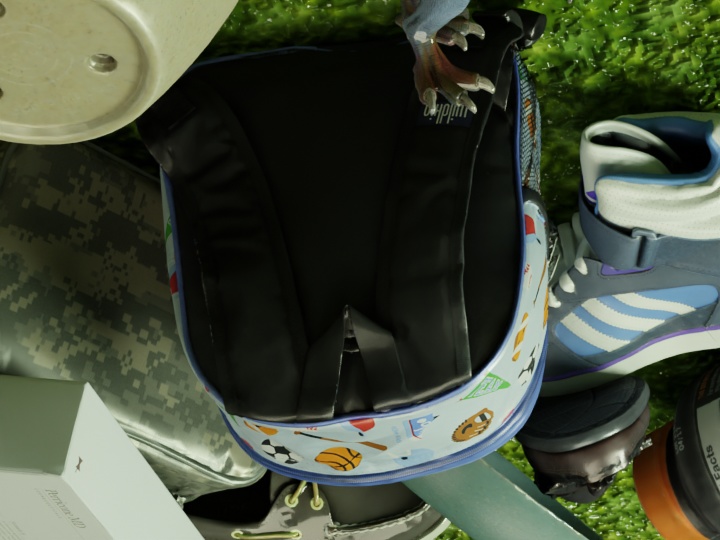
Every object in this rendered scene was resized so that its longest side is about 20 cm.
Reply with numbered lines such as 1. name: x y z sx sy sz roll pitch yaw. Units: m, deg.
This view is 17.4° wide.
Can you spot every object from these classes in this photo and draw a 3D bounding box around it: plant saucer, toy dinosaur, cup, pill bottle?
1. plant saucer: 0.052 0.106 1.218 0.039 0.201 0.201 -51 131 1
2. toy dinosaur: 0.050 -0.155 0.921 0.199 0.105 0.182 14 125 3
3. cup: -0.121 -0.135 0.899 0.199 0.144 0.201 1 145 0
4. pill bottle: 0.239 0.084 1.240 0.106 0.107 0.200 28 138 -34

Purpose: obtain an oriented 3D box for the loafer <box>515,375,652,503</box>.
1. loafer: 0.115 0.090 1.201 0.072 0.063 0.200 -20 -175 -3

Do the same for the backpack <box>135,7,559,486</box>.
1. backpack: 0.000 0.000 1.050 0.199 0.191 0.154 -10 145 14

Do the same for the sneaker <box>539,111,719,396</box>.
1. sneaker: 0.113 -0.019 1.128 0.199 0.081 0.147 -12 135 25

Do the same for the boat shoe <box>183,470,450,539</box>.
1. boat shoe: -0.046 0.130 1.346 0.200 0.072 0.061 -6 149 14

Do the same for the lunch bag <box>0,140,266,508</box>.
1. lunch bag: -0.146 0.035 1.165 0.199 0.140 0.167 27 155 -31

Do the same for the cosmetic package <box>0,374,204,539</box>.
1. cosmetic package: -0.170 0.109 1.102 0.150 0.052 0.200 6 154 16
